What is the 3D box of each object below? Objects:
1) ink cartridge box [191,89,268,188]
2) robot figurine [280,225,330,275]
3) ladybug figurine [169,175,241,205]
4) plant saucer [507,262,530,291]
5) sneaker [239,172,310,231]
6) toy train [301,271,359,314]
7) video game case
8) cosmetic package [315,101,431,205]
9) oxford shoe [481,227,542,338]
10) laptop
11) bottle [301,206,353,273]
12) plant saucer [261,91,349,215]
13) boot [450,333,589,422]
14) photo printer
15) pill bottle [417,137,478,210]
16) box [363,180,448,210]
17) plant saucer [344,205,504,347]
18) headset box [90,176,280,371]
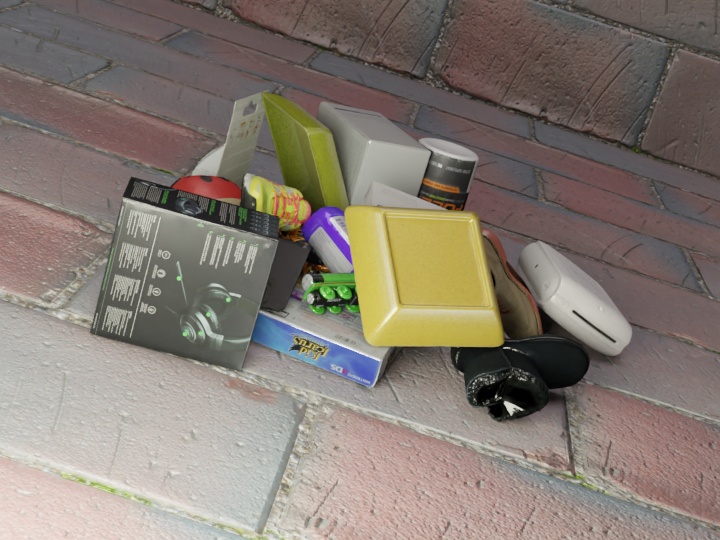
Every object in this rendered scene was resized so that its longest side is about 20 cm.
[{"bbox_3d":[-0.213,-0.187,1.916,0.050,0.202,0.162,19,18,10],"label":"ink cartridge box"},{"bbox_3d":[-0.104,-0.043,1.834,0.144,0.059,0.200,7,21,-27],"label":"robot figurine"},{"bbox_3d":[-0.225,-0.096,1.764,0.134,0.073,0.200,-6,-4,8],"label":"ladybug figurine"},{"bbox_3d":[0.208,-0.005,1.900,0.200,0.037,0.201,46,11,-11],"label":"plant saucer"},{"bbox_3d":[-0.116,-0.092,1.709,0.089,0.079,0.200,7,4,8],"label":"sneaker"},{"bbox_3d":[0.003,0.024,1.609,0.199,0.042,0.057,0,49,-41],"label":"toy train"},{"bbox_3d":[-0.046,0.071,1.588,0.198,0.046,0.181,21,20,10],"label":"video game case"},{"bbox_3d":[-0.003,-0.143,1.984,0.122,0.201,0.200,7,22,-28],"label":"cosmetic package"},{"bbox_3d":[0.196,0.039,1.759,0.201,0.070,0.075,57,37,-13],"label":"oxford shoe"},{"bbox_3d":[-0.157,-0.003,1.623,0.176,0.104,0.200,16,-7,7],"label":"laptop"},{"bbox_3d":[0.000,0.000,1.717,0.200,0.065,0.083,51,19,19],"label":"bottle"},{"bbox_3d":[-0.077,-0.168,1.886,0.048,0.201,0.200,-23,32,-15],"label":"plant saucer"},{"bbox_3d":[0.220,0.142,1.580,0.198,0.077,0.168,7,17,-9],"label":"boot"},{"bbox_3d":[0.336,0.047,1.907,0.166,0.070,0.200,35,14,-18],"label":"photo printer"},{"bbox_3d":[0.118,-0.107,1.993,0.105,0.202,0.106,14,18,-5],"label":"pill bottle"},{"bbox_3d":[0.073,-0.035,1.673,0.143,0.036,0.201,20,36,-13],"label":"box"},{"bbox_3d":[0.090,-0.003,1.570,0.198,0.049,0.202,1,62,-22],"label":"plant saucer"},{"bbox_3d":[-0.198,0.005,1.433,0.198,0.176,0.093,14,19,-8],"label":"headset box"}]
